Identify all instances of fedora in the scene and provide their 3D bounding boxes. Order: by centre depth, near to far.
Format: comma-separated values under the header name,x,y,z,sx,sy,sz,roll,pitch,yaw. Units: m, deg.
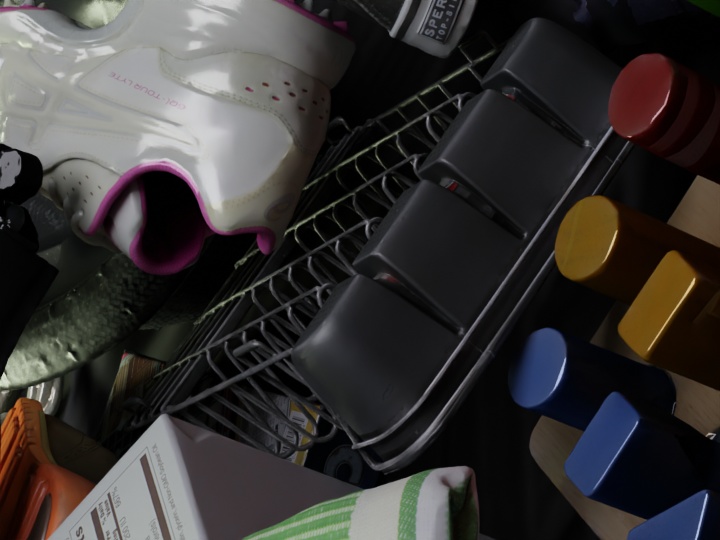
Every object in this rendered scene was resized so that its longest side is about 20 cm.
name,x,y,z,sx,sy,sz,roll,pitch,yaw
fedora,-0.094,-0.032,1.026,0.200,0.091,0.201,-20,59,37

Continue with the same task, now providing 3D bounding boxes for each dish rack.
name,x,y,z,sx,sy,sz,roll,pitch,yaw
dish rack,0.000,0.000,0.877,0.154,0.055,0.200,-53,12,-24

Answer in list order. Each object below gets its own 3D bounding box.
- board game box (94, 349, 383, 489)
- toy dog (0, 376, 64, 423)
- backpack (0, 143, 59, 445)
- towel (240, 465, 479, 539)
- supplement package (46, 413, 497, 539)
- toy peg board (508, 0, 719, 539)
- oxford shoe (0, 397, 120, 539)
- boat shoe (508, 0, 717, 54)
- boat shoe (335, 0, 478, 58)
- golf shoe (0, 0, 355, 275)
name,x,y,z,sx,sy,sz,roll,pitch,yaw
board game box,-0.069,0.136,0.958,0.135,0.035,0.201,12,82,54
toy dog,-0.203,0.111,1.092,0.200,0.096,0.132,-47,41,27
backpack,-0.182,0.061,0.877,0.127,0.166,0.201,127,142,-77
towel,-0.042,0.145,0.664,0.200,0.023,0.153,-32,47,36
supplement package,-0.007,0.166,0.756,0.111,0.155,0.200,-46,41,24
toy peg board,0.118,0.011,0.727,0.199,0.098,0.200,-58,36,14
oxford shoe,-0.095,0.095,0.932,0.072,0.073,0.200,-68,16,4
boat shoe,0.106,-0.165,0.872,0.093,0.075,0.201,-8,67,35
boat shoe,0.010,-0.126,0.906,0.200,0.063,0.071,-88,19,-74
golf shoe,-0.091,-0.044,0.909,0.200,0.075,0.092,-4,73,44
